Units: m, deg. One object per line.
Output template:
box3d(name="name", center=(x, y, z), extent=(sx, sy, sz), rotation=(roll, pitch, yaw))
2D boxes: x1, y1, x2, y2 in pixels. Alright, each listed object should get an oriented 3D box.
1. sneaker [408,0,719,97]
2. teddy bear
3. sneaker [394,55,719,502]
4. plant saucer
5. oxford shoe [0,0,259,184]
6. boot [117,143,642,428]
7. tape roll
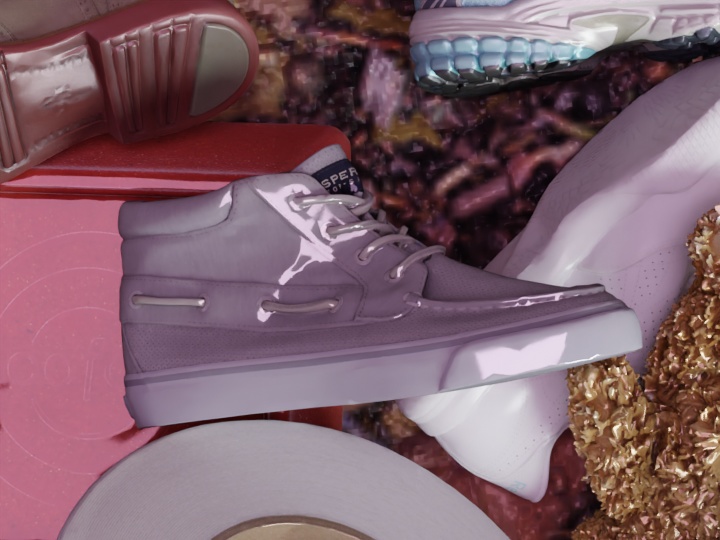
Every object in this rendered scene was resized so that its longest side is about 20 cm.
box3d(name="sneaker", center=(0.114, -0.125, 0.926), extent=(0.199, 0.078, 0.087), rotation=(-9, 88, -1))
box3d(name="teddy bear", center=(0.136, 0.064, 0.919), extent=(0.145, 0.067, 0.201), rotation=(-10, 119, -30))
box3d(name="sneaker", center=(0.108, 0.003, 0.939), extent=(0.088, 0.075, 0.200), rotation=(42, 96, -14))
box3d(name="plant saucer", center=(-0.105, 0.039, 0.944), extent=(0.199, 0.037, 0.201), rotation=(2, 90, -1))
box3d(name="oxford shoe", center=(-0.143, -0.080, 0.920), extent=(0.199, 0.075, 0.071), rotation=(-10, 133, -14))
box3d(name="boot", center=(0.000, 0.000, 0.874), extent=(0.199, 0.074, 0.096), rotation=(-8, 88, 17))
box3d(name="tape roll", center=(-0.019, 0.141, 0.849), extent=(0.202, 0.203, 0.037), rotation=(24, 133, -1))
